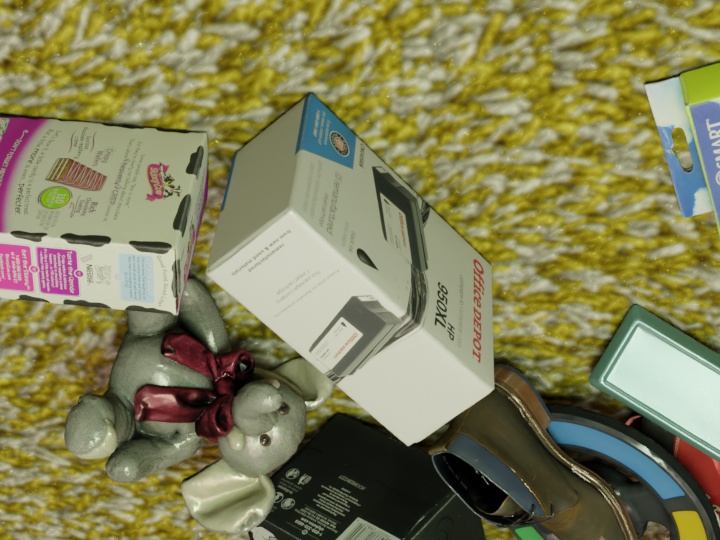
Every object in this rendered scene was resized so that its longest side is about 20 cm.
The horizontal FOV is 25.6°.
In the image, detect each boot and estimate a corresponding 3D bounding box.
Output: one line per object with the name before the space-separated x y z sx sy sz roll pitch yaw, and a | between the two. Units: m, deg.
boot | 0.128 0.177 1.175 0.201 0.097 0.075 53 138 -2
boot | 0.273 0.169 1.243 0.143 0.073 0.202 -4 119 9

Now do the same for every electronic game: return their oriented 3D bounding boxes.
electronic game | 0.186 0.185 1.236 0.199 0.042 0.201 23 139 22

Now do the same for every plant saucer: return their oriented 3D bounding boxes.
plant saucer | 0.270 0.107 1.170 0.199 0.019 0.070 31 101 6

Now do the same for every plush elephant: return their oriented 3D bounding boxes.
plush elephant | -0.108 0.099 1.173 0.153 0.166 0.200 14 157 11

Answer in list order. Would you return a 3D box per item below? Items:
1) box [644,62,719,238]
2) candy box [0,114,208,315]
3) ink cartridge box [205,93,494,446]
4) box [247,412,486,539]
box | 0.301 -0.092 1.054 0.198 0.048 0.123 -14 124 15
candy box | -0.211 -0.042 1.085 0.198 0.137 0.061 5 129 2
ink cartridge box | 0.000 0.000 1.091 0.084 0.145 0.200 -35 118 27
box | 0.015 0.244 1.252 0.148 0.124 0.201 22 140 39
